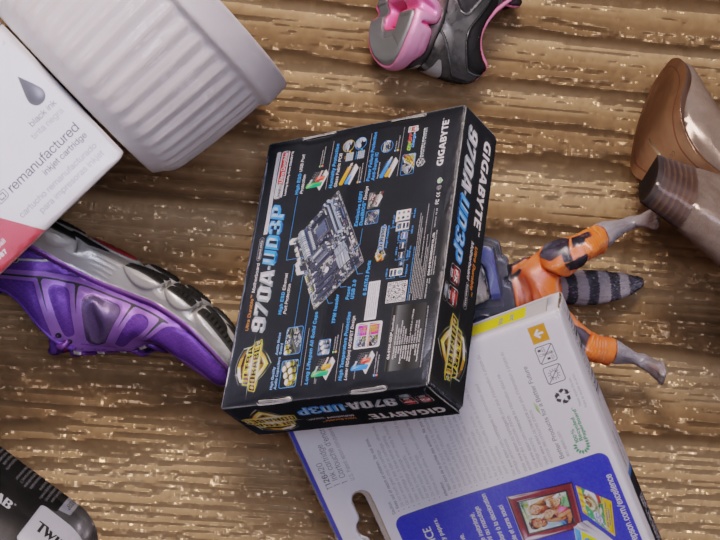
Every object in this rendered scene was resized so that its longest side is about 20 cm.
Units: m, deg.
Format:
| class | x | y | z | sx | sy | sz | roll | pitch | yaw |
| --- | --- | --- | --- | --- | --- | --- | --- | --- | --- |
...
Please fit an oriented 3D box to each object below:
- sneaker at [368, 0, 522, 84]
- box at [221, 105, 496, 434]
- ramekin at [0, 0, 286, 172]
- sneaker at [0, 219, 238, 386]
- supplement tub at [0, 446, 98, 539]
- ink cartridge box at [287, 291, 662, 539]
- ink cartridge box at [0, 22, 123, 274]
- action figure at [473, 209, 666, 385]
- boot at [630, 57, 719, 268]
| class | x | y | z | sx | sy | sz | roll | pitch | yaw |
| --- | --- | --- | --- | --- | --- | --- | --- | --- | --- |
| sneaker | 0.076 | -0.222 | 1.297 | 0.095 | 0.079 | 0.201 | 21 | 82 | -24 |
| box | 0.000 | 0.000 | 1.190 | 0.158 | 0.046 | 0.201 | -9 | 59 | 32 |
| ramekin | -0.152 | -0.156 | 1.189 | 0.105 | 0.200 | 0.200 | -44 | 91 | -2 |
| sneaker | -0.167 | 0.030 | 1.234 | 0.199 | 0.081 | 0.084 | 26 | 94 | 5 |
| supplement tub | -0.254 | 0.169 | 1.170 | 0.200 | 0.123 | 0.123 | 36 | 80 | -2 |
| ink cartridge box | 0.076 | 0.139 | 1.221 | 0.199 | 0.047 | 0.199 | -19 | 105 | 17 |
| ink cartridge box | -0.267 | -0.096 | 1.141 | 0.144 | 0.084 | 0.200 | -44 | 99 | -6 |
| action figure | 0.110 | 0.048 | 1.268 | 0.192 | 0.105 | 0.201 | -4 | 109 | -1 |
| boot | 0.262 | -0.057 | 1.258 | 0.145 | 0.070 | 0.201 | 26 | 39 | -7 |
